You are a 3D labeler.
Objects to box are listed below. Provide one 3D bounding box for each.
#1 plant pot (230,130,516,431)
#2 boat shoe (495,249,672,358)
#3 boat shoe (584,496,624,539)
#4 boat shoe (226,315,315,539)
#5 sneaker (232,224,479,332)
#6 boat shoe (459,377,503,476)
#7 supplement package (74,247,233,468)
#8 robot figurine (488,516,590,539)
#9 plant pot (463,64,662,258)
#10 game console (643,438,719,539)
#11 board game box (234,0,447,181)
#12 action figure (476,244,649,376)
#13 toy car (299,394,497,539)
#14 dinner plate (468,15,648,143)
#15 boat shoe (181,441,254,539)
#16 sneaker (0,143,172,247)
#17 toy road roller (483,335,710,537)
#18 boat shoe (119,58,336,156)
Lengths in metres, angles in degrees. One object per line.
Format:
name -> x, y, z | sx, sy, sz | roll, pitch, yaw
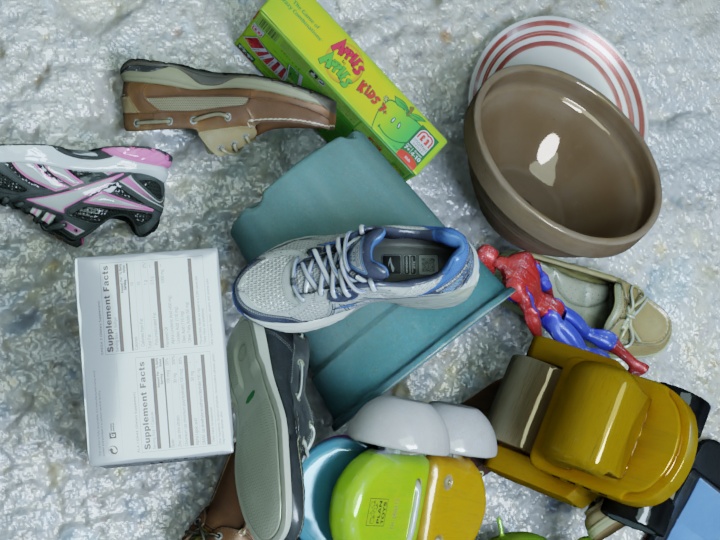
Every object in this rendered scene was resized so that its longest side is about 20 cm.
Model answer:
plant pot -> 0.000, 0.000, 1.215 | 0.199, 0.200, 0.197 | -35, 86, -20
boat shoe -> 0.219, 0.031, 1.342 | 0.199, 0.063, 0.074 | 25, 74, -13
boat shoe -> 0.240, 0.192, 1.283 | 0.073, 0.200, 0.063 | -37, 83, 24
boat shoe -> -0.060, 0.123, 1.087 | 0.067, 0.072, 0.202 | 19, 43, -30
sneaker -> -0.005, -0.005, 1.084 | 0.197, 0.085, 0.078 | -10, 75, 0
boat shoe -> 0.131, 0.145, 1.293 | 0.198, 0.070, 0.071 | -20, 108, -24
supplement package -> -0.165, 0.076, 1.127 | 0.109, 0.200, 0.158 | -5, 82, -9
robot figurine -> 0.164, 0.319, 1.250 | 0.175, 0.116, 0.200 | -45, 96, -12
plant pot -> 0.170, -0.084, 1.287 | 0.198, 0.093, 0.203 | 16, 51, -21
game console -> 0.369, 0.284, 1.324 | 0.172, 0.119, 0.201 | 37, 72, -10
board game box -> -0.020, -0.163, 1.272 | 0.200, 0.101, 0.048 | 46, 71, -7
action figure -> 0.179, 0.046, 1.276 | 0.200, 0.052, 0.066 | 44, 42, -13
toy car -> 0.015, 0.189, 1.152 | 0.199, 0.148, 0.178 | 13, 87, -57
dinner plate -> 0.194, -0.152, 1.384 | 0.197, 0.024, 0.203 | 3, 81, -19
boat shoe -> -0.112, 0.233, 1.165 | 0.067, 0.072, 0.203 | 7, 95, -35
sneaker -> -0.259, -0.063, 1.193 | 0.197, 0.080, 0.088 | 0, 92, -13
toy road roller -> 0.182, 0.124, 1.154 | 0.146, 0.198, 0.124 | 37, 74, -53
boat shoe -> -0.119, -0.139, 1.235 | 0.197, 0.076, 0.075 | 10, 96, 12
